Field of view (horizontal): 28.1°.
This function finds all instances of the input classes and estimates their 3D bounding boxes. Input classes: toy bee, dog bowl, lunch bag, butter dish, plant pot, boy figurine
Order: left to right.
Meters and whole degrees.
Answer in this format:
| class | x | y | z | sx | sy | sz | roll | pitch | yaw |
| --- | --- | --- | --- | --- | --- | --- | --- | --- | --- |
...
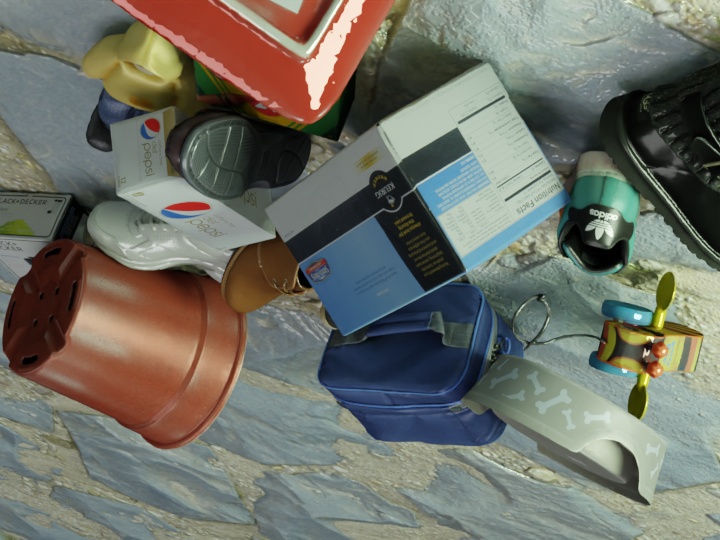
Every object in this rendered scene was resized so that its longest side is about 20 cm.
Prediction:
| class | x | y | z | sx | sy | sz | roll | pitch | yaw |
| --- | --- | --- | --- | --- | --- | --- | --- | --- | --- |
| plant pot | -0.257 | 0.067 | 1.523 | 0.195 | 0.201 | 0.200 | 26 | 156 | -39 |
| boy figurine | -0.182 | -0.157 | 1.240 | 0.124 | 0.065 | 0.200 | 26 | 157 | -10 |
| butter dish | -0.078 | -0.227 | 0.945 | 0.200 | 0.200 | 0.148 | 33 | 174 | -25 |
| lunch bag | 0.064 | 0.092 | 1.465 | 0.199 | 0.136 | 0.132 | -4 | 147 | 33 |
| dog bowl | 0.194 | 0.145 | 1.339 | 0.200 | 0.059 | 0.200 | 30 | 174 | 4 |
| toy bee | 0.247 | 0.076 | 1.288 | 0.109 | 0.199 | 0.131 | 24 | 124 | 53 |

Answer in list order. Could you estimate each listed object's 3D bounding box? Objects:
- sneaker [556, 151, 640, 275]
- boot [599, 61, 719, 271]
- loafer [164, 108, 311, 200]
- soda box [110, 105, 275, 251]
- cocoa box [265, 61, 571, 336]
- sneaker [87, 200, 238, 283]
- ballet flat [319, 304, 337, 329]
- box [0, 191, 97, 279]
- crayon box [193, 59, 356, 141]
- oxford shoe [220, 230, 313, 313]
| class | x | y | z | sx | sy | sz | roll | pitch | yaw |
| --- | --- | --- | --- | --- | --- | --- | --- | --- | --- |
| sneaker | 0.190 | -0.031 | 1.179 | 0.071 | 0.080 | 0.200 | 14 | 168 | 10 |
| boot | 0.293 | -0.074 | 1.057 | 0.211 | 0.080 | 0.158 | 36 | 150 | -28 |
| loafer | -0.113 | -0.102 | 1.215 | 0.063 | 0.072 | 0.200 | 24 | -167 | 23 |
| soda box | -0.145 | -0.077 | 1.281 | 0.063 | 0.068 | 0.200 | -13 | 163 | 18 |
| cocoa box | 0.042 | -0.052 | 1.158 | 0.131 | 0.133 | 0.200 | 58 | 146 | -1 |
| sneaker | -0.178 | -0.048 | 1.451 | 0.199 | 0.078 | 0.099 | 10 | 147 | 0 |
| ballet flat | 0.000 | 0.000 | 1.415 | 0.057 | 0.067 | 0.200 | 19 | 147 | -16 |
| box | -0.331 | -0.008 | 1.628 | 0.116 | 0.060 | 0.200 | 5 | 150 | 27 |
| crayon box | -0.067 | -0.187 | 1.118 | 0.127 | 0.051 | 0.200 | 17 | 153 | 6 |
| oxford shoe | -0.072 | -0.002 | 1.389 | 0.071 | 0.071 | 0.200 | 21 | 140 | -31 |
